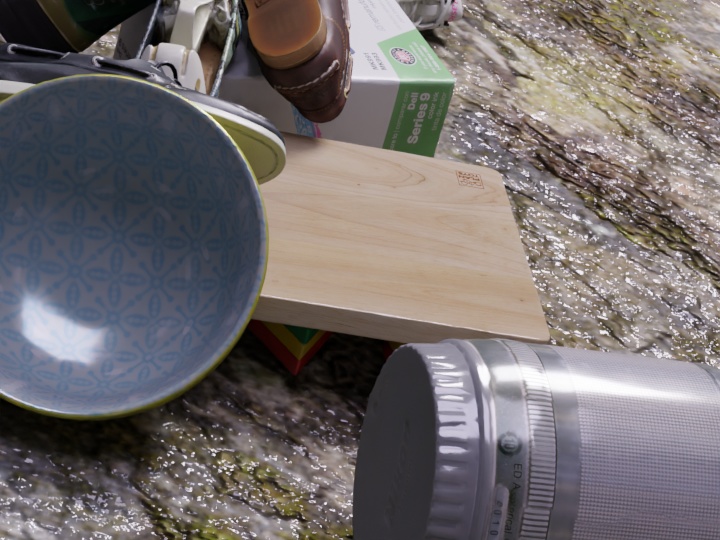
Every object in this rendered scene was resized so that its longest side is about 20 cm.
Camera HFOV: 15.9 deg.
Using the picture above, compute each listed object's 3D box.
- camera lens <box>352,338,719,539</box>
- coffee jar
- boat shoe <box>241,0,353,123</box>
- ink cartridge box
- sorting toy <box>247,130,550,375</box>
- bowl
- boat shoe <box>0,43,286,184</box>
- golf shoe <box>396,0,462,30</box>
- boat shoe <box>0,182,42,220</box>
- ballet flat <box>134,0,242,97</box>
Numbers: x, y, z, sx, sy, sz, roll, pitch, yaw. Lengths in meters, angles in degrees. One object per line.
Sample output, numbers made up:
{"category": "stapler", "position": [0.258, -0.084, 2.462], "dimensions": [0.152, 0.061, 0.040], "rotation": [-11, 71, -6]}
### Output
{"category": "camera lens", "position": [0.111, 0.122, 1.401], "dimensions": [0.199, 0.160, 0.160], "rotation": [7, 32, -17]}
{"category": "coffee jar", "position": [-0.161, -0.220, 1.735], "dimensions": [0.200, 0.085, 0.104], "rotation": [-31, 32, 6]}
{"category": "boat shoe", "position": [-0.044, -0.175, 1.730], "dimensions": [0.070, 0.070, 0.200], "rotation": [-21, 39, 14]}
{"category": "ink cartridge box", "position": [-0.056, -0.137, 1.803], "dimensions": [0.199, 0.088, 0.145], "rotation": [-2, 36, -25]}
{"category": "sorting toy", "position": [0.000, 0.000, 1.629], "dimensions": [0.199, 0.070, 0.199], "rotation": [10, 32, -14]}
{"category": "bowl", "position": [-0.152, -0.004, 1.499], "dimensions": [0.200, 0.201, 0.108], "rotation": [19, -12, 3]}
{"category": "boat shoe", "position": [-0.139, -0.099, 1.554], "dimensions": [0.199, 0.075, 0.066], "rotation": [6, 48, 8]}
{"category": "golf shoe", "position": [0.035, -0.219, 1.994], "dimensions": [0.092, 0.073, 0.200], "rotation": [24, 31, 11]}
{"category": "boat shoe", "position": [-0.206, -0.039, 1.582], "dimensions": [0.199, 0.074, 0.068], "rotation": [-3, 33, -35]}
{"category": "ballet flat", "position": [-0.119, -0.130, 1.639], "dimensions": [0.074, 0.074, 0.200], "rotation": [15, 40, -5]}
